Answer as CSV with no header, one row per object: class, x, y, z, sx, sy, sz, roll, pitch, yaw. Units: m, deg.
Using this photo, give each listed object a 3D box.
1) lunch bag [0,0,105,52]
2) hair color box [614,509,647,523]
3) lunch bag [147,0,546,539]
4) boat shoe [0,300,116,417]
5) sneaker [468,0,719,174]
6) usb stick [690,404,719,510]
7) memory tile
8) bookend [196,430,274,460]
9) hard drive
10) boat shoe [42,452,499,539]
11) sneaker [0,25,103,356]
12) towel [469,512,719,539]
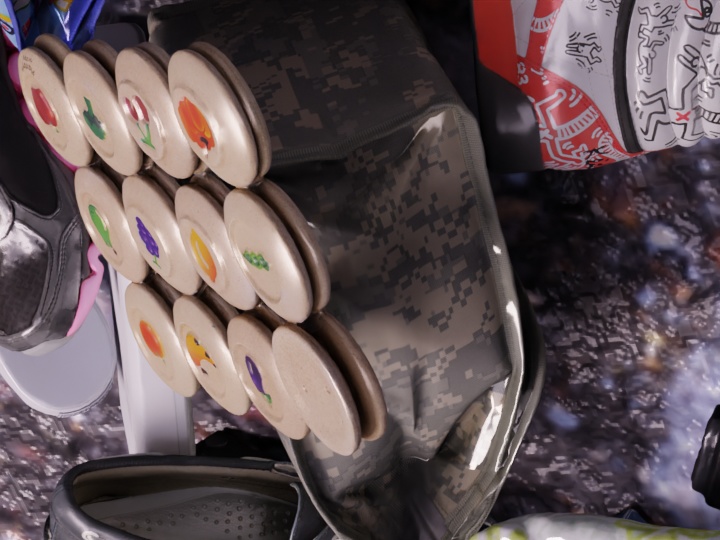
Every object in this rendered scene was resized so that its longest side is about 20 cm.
lunch bag,-0.147,-0.173,1.066,0.151,0.094,0.200,59,161,15
hair color box,0.145,0.211,1.253,0.200,0.061,0.100,47,131,-9
lunch bag,0.000,0.000,1.100,0.117,0.164,0.200,-17,120,-4
boat shoe,-0.169,-0.027,1.249,0.200,0.070,0.066,60,166,-4
sneaker,0.090,-0.138,1.040,0.108,0.067,0.202,-6,105,4
usb stick,0.234,0.108,1.151,0.200,0.033,0.056,21,135,14
memory tile,-0.061,-0.012,0.999,0.200,0.017,0.153,11,127,63
bookend,-0.022,0.206,1.269,0.200,0.092,0.199,25,133,42
hard drive,-0.092,0.014,1.194,0.027,0.132,0.200,-7,127,-7
boat shoe,-0.029,0.112,1.147,0.200,0.076,0.060,-1,136,-10
sneaker,-0.171,-0.059,1.158,0.079,0.095,0.200,-24,78,33
towel,0.165,0.125,1.082,0.200,0.171,0.048,4,81,33
